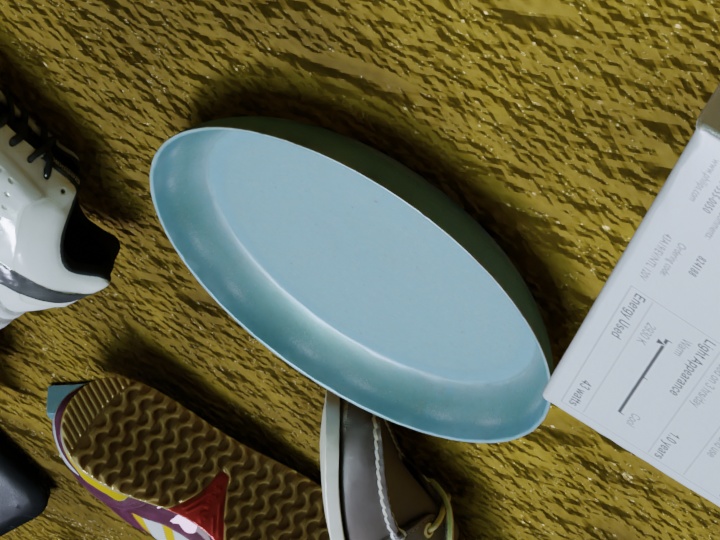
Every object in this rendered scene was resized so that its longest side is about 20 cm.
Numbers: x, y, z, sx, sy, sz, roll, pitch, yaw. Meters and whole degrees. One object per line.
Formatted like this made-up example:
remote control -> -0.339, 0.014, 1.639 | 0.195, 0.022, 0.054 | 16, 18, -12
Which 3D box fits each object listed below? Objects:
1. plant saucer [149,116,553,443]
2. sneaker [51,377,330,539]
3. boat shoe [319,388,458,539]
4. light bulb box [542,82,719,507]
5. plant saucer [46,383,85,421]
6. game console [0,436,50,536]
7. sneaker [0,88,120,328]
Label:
plant saucer -> 0.000, 0.000, 1.157 | 0.200, 0.027, 0.200 | 27, 153, 15
sneaker -> -0.072, 0.123, 1.418 | 0.200, 0.075, 0.090 | 39, 170, -6
boat shoe -> 0.019, 0.130, 1.314 | 0.059, 0.072, 0.200 | -2, 133, 9
light bulb box -> 0.188, 0.010, 0.836 | 0.200, 0.125, 0.198 | 32, 154, 5
plant saucer -> -0.096, 0.134, 1.512 | 0.200, 0.019, 0.070 | 48, 151, -23
game console -> -0.301, 0.080, 1.664 | 0.176, 0.116, 0.200 | -29, 118, 29
sneaker -> -0.172, -0.060, 1.232 | 0.080, 0.074, 0.200 | -9, 132, 18
